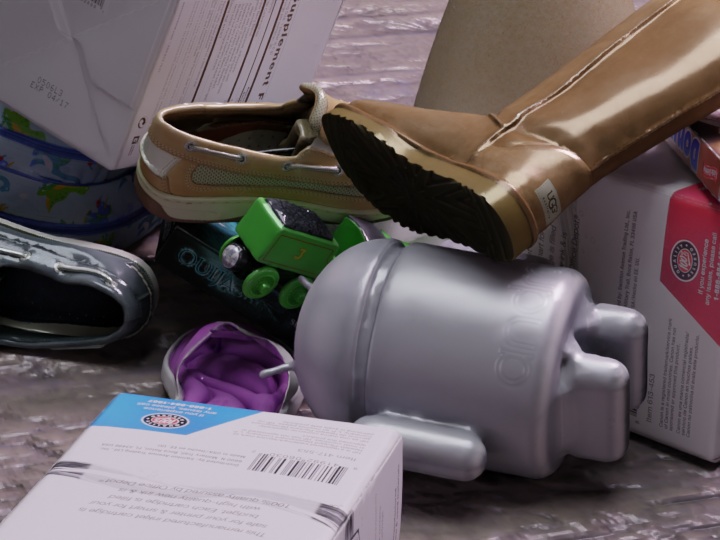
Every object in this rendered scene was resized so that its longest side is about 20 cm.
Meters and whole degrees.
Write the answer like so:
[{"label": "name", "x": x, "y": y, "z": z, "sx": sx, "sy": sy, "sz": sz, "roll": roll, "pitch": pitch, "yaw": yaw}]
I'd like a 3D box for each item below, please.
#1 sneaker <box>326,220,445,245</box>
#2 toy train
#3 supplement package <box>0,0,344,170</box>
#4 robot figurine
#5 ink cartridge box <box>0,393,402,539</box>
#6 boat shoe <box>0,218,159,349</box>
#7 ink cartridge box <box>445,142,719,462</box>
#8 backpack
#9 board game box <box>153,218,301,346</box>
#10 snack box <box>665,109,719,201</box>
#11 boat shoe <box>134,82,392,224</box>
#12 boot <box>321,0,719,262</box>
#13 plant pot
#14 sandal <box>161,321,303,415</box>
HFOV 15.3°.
[{"label": "sneaker", "x": -0.002, "y": -0.036, "z": 1.625, "sx": 0.200, "sy": 0.075, "sz": 0.088, "roll": 25, "pitch": -2, "yaw": -21}, {"label": "toy train", "x": 0.000, "y": 0.000, "z": 1.528, "sx": 0.200, "sy": 0.056, "sz": 0.042, "roll": 15, "pitch": 30, "yaw": -47}, {"label": "supplement package", "x": -0.118, "y": -0.149, "z": 1.629, "sx": 0.121, "sy": 0.120, "sz": 0.200, "roll": 31, "pitch": 22, "yaw": 22}, {"label": "robot figurine", "x": 0.051, "y": 0.045, "z": 1.423, "sx": 0.200, "sy": 0.113, "sz": 0.170, "roll": 9, "pitch": 39, "yaw": 15}, {"label": "ink cartridge box", "x": -0.076, "y": 0.135, "z": 1.212, "sx": 0.146, "sy": 0.086, "sz": 0.200, "roll": 7, "pitch": 22, "yaw": 14}, {"label": "boat shoe", "x": -0.219, "y": 0.008, "z": 1.561, "sx": 0.200, "sy": 0.073, "sz": 0.062, "roll": 8, "pitch": 17, "yaw": 1}, {"label": "ink cartridge box", "x": 0.148, "y": 0.003, "z": 1.503, "sx": 0.200, "sy": 0.145, "sz": 0.084, "roll": 20, "pitch": 25, "yaw": 39}, {"label": "backpack", "x": -0.194, "y": -0.074, "z": 1.711, "sx": 0.163, "sy": 0.154, "sz": 0.200, "roll": 26, "pitch": 40, "yaw": 11}, {"label": "board game box", "x": -0.055, "y": -0.016, "z": 1.610, "sx": 0.135, "sy": 0.028, "sz": 0.200, "roll": 31, "pitch": 18, "yaw": -12}, {"label": "snack box", "x": 0.210, "y": -0.072, "z": 1.473, "sx": 0.072, "sy": 0.024, "sz": 0.200, "roll": 4, "pitch": 17, "yaw": -8}, {"label": "boat shoe", "x": -0.026, "y": -0.071, "z": 1.516, "sx": 0.200, "sy": 0.076, "sz": 0.072, "roll": -7, "pitch": 49, "yaw": -21}, {"label": "boot", "x": 0.104, "y": -0.091, "z": 1.460, "sx": 0.200, "sy": 0.066, "sz": 0.175, "roll": -36, "pitch": 43, "yaw": -23}, {"label": "plant pot", "x": 0.114, "y": -0.114, "z": 1.737, "sx": 0.187, "sy": 0.200, "sz": 0.187, "roll": 2, "pitch": 20, "yaw": -1}, {"label": "sandal", "x": -0.069, "y": 0.057, "z": 1.473, "sx": 0.082, "sy": 0.050, "sz": 0.203, "roll": 3, "pitch": 19, "yaw": -3}]
